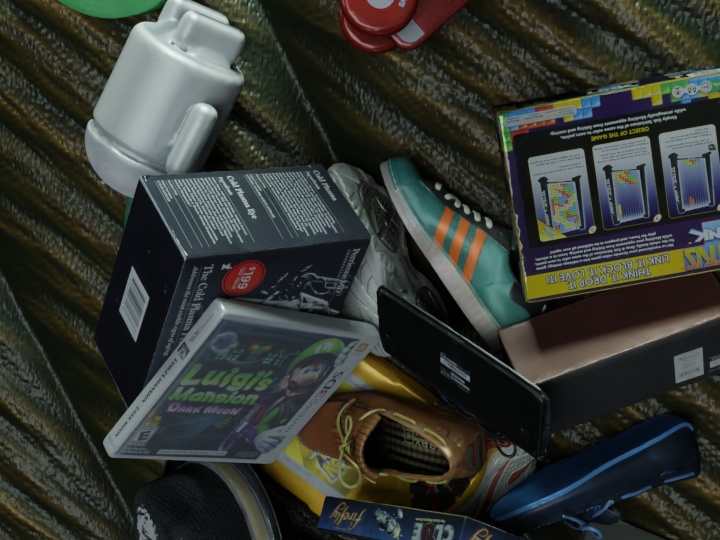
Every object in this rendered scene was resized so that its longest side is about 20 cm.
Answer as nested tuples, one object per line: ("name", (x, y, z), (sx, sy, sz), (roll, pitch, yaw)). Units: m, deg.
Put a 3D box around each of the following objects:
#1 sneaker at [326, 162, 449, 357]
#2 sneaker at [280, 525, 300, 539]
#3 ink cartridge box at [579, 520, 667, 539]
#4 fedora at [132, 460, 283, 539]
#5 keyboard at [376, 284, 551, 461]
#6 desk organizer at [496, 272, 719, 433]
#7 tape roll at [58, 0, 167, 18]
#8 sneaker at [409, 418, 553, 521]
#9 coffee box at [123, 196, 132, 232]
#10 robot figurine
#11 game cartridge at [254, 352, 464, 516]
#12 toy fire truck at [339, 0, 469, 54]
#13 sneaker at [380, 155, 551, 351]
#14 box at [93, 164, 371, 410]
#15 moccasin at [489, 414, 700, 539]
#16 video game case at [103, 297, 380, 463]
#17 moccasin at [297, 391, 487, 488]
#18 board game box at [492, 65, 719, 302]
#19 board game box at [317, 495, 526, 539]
("sneaker", (0.000, 0.000, 1.185), (0.099, 0.078, 0.201), (-19, 102, 30))
("sneaker", (-0.042, 0.310, 1.296), (0.200, 0.106, 0.075), (33, 119, 39))
("ink cartridge box", (0.210, 0.347, 1.176), (0.087, 0.145, 0.201), (20, 110, 12))
("fedora", (-0.165, 0.267, 1.267), (0.200, 0.091, 0.202), (9, 103, 43))
("keyboard", (0.094, 0.087, 1.106), (0.200, 0.040, 0.104), (35, 143, 36))
("desk organizer", (0.227, 0.067, 1.119), (0.199, 0.077, 0.072), (-20, 133, 0))
("tape roll", (-0.228, -0.337, 1.183), (0.199, 0.048, 0.202), (5, 106, 16))
("sneaker", (0.135, 0.160, 1.196), (0.200, 0.082, 0.078), (-45, 45, 11))
("coffee box", (-0.178, 0.018, 1.267), (0.122, 0.044, 0.201), (14, 109, 14))
("robot figurine", (-0.182, -0.148, 1.179), (0.113, 0.170, 0.201), (18, 110, -34))
("game cartridge", (-0.019, 0.159, 1.261), (0.200, 0.032, 0.177), (36, 113, 7))
("toy fire truck", (0.024, -0.293, 1.094), (0.168, 0.112, 0.200), (-41, 91, -1))
("sneaker", (0.097, -0.030, 1.157), (0.080, 0.071, 0.200), (-35, 90, 7))
("box", (-0.116, 0.017, 1.125), (0.104, 0.181, 0.201), (55, 138, 33))
("moccasin", (0.217, 0.201, 1.148), (0.199, 0.080, 0.068), (-25, 100, 4))
("video game case", (-0.101, 0.105, 1.131), (0.182, 0.199, 0.023), (-50, 53, 23))
("moccasin", (0.017, 0.160, 1.174), (0.201, 0.078, 0.074), (13, 107, 38))
("board game box", (0.223, -0.073, 1.078), (0.199, 0.057, 0.166), (-9, 103, 3))
("board game box", (0.072, 0.247, 1.158), (0.200, 0.135, 0.035), (-5, 64, 53))
